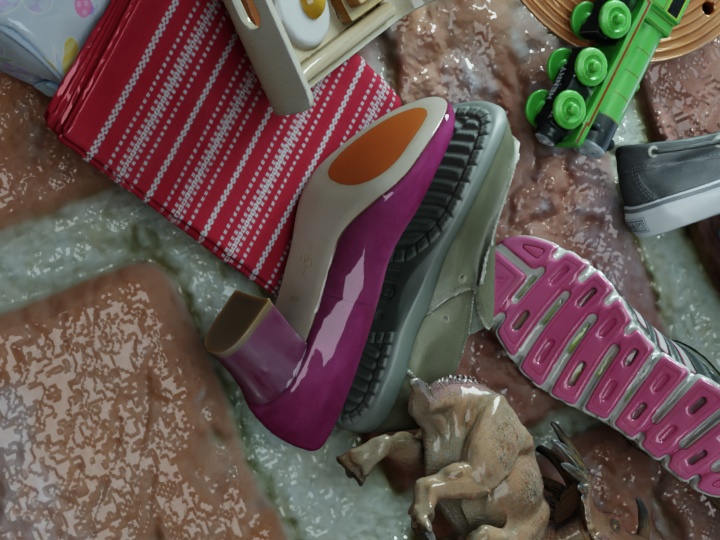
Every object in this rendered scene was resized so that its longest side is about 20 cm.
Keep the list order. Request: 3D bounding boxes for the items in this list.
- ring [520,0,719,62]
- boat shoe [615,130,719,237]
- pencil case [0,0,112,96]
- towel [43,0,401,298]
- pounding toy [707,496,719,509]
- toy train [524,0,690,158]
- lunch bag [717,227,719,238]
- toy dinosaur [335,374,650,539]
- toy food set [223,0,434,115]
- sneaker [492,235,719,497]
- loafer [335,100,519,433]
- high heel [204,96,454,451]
[{"bbox_3d":[0.160,-0.224,1.294,0.199,0.019,0.202,1,88,-20],"label":"ring"},{"bbox_3d":[0.240,-0.082,1.297,0.199,0.070,0.067,-21,96,-13],"label":"boat shoe"},{"bbox_3d":[-0.142,-0.192,1.143,0.090,0.083,0.201,30,77,-13],"label":"pencil case"},{"bbox_3d":[-0.069,-0.086,1.164,0.200,0.022,0.145,38,73,-39],"label":"towel"},{"bbox_3d":[0.336,0.119,1.299,0.184,0.142,0.200,44,84,-13],"label":"pounding toy"},{"bbox_3d":[0.160,-0.154,1.262,0.056,0.042,0.201,33,78,-28],"label":"toy train"},{"bbox_3d":[0.322,-0.032,1.271,0.199,0.160,0.077,-23,95,-21],"label":"lunch bag"},{"bbox_3d":[0.075,0.113,1.196,0.135,0.086,0.201,-37,118,-20],"label":"toy dinosaur"},{"bbox_3d":[-0.018,-0.184,1.155,0.200,0.060,0.144,-43,112,-53],"label":"toy food set"},{"bbox_3d":[0.151,0.056,1.254,0.200,0.087,0.074,38,93,7],"label":"sneaker"},{"bbox_3d":[0.041,0.001,1.219,0.069,0.075,0.201,25,88,-41],"label":"loafer"},{"bbox_3d":[0.000,0.000,1.187,0.200,0.067,0.096,-49,127,-12],"label":"high heel"}]
